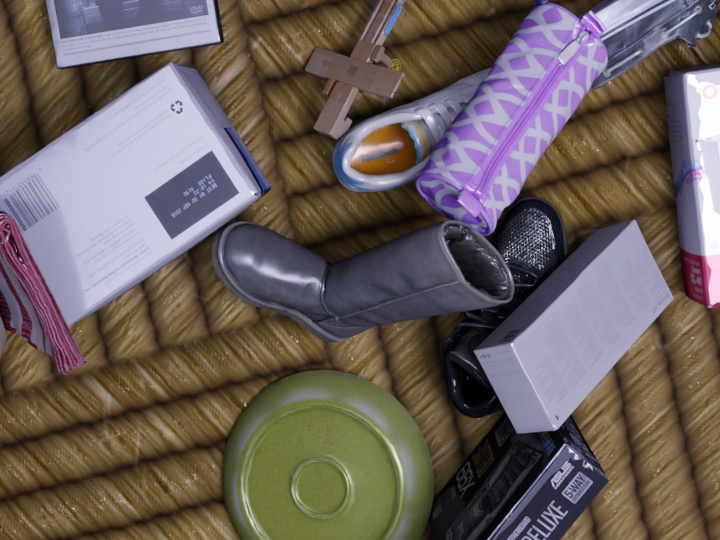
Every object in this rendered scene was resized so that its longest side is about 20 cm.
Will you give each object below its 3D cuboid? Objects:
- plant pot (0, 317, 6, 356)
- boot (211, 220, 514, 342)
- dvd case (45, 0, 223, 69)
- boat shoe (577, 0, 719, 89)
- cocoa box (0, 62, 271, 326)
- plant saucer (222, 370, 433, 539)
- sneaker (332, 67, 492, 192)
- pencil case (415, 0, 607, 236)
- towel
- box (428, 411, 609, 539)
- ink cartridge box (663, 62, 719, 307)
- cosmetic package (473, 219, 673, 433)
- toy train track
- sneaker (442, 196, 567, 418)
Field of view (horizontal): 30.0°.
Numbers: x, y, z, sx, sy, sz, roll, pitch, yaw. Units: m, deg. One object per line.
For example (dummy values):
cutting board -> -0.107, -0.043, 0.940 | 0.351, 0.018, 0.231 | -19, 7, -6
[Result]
plant pot -> -0.384, 0.053, 1.147 | 0.134, 0.200, 0.202 | -31, 96, -24
boot -> 0.000, -0.002, 1.099 | 0.181, 0.199, 0.074 | 27, 66, -35
dvd case -> -0.207, -0.287, 1.165 | 0.148, 0.025, 0.203 | -9, 98, 2
boat shoe -> 0.270, -0.224, 1.146 | 0.198, 0.072, 0.071 | -27, 104, 16
cocoa box -> -0.194, -0.066, 1.139 | 0.199, 0.131, 0.134 | -33, 94, 5
plant saucer -> -0.034, 0.192, 1.203 | 0.197, 0.031, 0.203 | 1, 94, 11
sneaker -> 0.071, -0.118, 1.151 | 0.198, 0.081, 0.077 | -24, 95, 0
pencil case -> 0.127, -0.124, 1.091 | 0.084, 0.085, 0.201 | 39, 77, -21
towel -> -0.300, -0.001, 1.108 | 0.023, 0.199, 0.146 | -32, 118, -23
box -> 0.126, 0.190, 1.131 | 0.050, 0.200, 0.158 | 37, 98, -6
ink cartridge box -> 0.346, -0.080, 1.148 | 0.145, 0.086, 0.203 | -8, 99, 3
cosmetic package -> 0.181, 0.045, 1.123 | 0.200, 0.050, 0.083 | -39, 104, -38
toy train track -> 0.021, -0.202, 1.156 | 0.032, 0.114, 0.202 | 30, 86, -46
sneaker -> 0.125, 0.035, 1.153 | 0.075, 0.114, 0.202 | 23, 95, 8
